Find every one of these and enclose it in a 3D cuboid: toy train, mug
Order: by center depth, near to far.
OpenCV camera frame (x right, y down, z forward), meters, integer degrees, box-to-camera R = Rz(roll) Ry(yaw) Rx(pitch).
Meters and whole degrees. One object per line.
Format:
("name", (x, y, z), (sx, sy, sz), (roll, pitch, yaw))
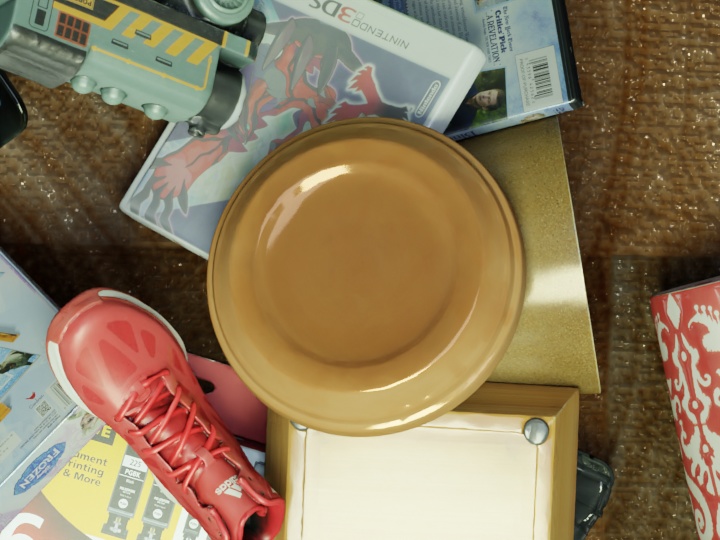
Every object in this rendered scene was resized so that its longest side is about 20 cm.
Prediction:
("toy train", (-0.152, -0.158, 1.328), (0.200, 0.085, 0.114), (21, 71, -32))
("mug", (0.283, 0.098, 1.452), (0.133, 0.177, 0.200), (-15, 89, 29))

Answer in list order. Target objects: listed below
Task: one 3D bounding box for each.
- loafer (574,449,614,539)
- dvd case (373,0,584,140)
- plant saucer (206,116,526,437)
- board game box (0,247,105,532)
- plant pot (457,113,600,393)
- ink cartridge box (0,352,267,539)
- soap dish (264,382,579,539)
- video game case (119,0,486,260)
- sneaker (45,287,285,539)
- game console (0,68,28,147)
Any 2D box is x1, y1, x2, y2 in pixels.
("loafer", (0.076, 0.128, 1.434), (0.200, 0.068, 0.070), (24, 87, -9))
("dvd case", (0.040, -0.150, 1.384), (0.200, 0.018, 0.143), (-14, 72, 19))
("plant saucer", (0.000, 0.000, 1.280), (0.200, 0.037, 0.201), (-3, 76, 11))
("board game box", (-0.274, 0.081, 1.345), (0.200, 0.041, 0.199), (-45, 59, -4))
("plant pot", (0.046, 0.003, 1.384), (0.200, 0.186, 0.187), (-9, 93, 5))
("ink cartridge box", (-0.135, 0.140, 1.399), (0.200, 0.084, 0.176), (17, 88, -8))
("soap dish", (0.036, 0.148, 1.326), (0.200, 0.081, 0.158), (3, 91, 2))
("video game case", (-0.040, -0.089, 1.363), (0.182, 0.023, 0.200), (28, 85, 32))
("sneaker", (-0.102, 0.096, 1.261), (0.078, 0.115, 0.200), (-46, 132, -8))
("game console", (-0.335, -0.130, 1.347), (0.176, 0.116, 0.200), (-33, 95, -6))
